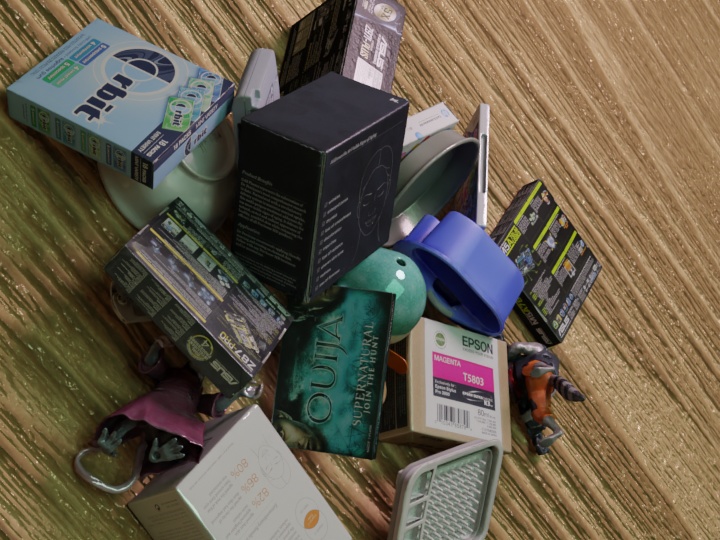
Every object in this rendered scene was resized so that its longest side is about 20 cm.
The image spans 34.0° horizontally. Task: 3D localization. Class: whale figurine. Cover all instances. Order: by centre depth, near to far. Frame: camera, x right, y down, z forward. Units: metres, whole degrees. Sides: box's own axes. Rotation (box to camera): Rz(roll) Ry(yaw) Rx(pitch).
[{"bbox_3d":[0.000,0.000,1.517,0.200,0.104,0.159,43,35,8],"label":"whale figurine"}]

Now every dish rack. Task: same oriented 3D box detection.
[{"bbox_3d":[0.103,0.307,1.542,0.198,0.043,0.174,-10,114,-45],"label":"dish rack"}]

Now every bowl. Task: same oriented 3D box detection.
[{"bbox_3d":[-0.212,-0.140,1.426,0.199,0.090,0.204,17,64,-38],"label":"bowl"}]

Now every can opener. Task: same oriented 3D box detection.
[{"bbox_3d":[-0.203,0.023,1.383,0.198,0.067,0.054,-6,68,-44],"label":"can opener"}]

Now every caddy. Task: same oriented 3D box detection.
[{"bbox_3d":[0.133,0.011,1.651,0.200,0.141,0.105,45,67,-20],"label":"caddy"}]

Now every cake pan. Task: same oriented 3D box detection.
[{"bbox_3d":[0.085,-0.117,1.639,0.037,0.201,0.199,45,42,17],"label":"cake pan"}]

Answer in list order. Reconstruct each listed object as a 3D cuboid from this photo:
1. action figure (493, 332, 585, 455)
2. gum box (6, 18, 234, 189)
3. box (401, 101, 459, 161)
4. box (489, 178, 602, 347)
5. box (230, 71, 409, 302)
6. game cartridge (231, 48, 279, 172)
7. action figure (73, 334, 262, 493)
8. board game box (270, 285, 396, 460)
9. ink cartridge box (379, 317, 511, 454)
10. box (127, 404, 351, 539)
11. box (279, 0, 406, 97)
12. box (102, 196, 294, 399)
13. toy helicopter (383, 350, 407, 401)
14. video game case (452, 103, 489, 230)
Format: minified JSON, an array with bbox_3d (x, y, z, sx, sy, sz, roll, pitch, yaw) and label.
[{"bbox_3d":[0.272,0.183,1.725,0.194,0.103,0.202,-87,154,-72],"label":"action figure"},{"bbox_3d":[-0.271,-0.195,1.346,0.198,0.045,0.170,25,47,13],"label":"gum box"},{"bbox_3d":[0.029,-0.142,1.607,0.041,0.156,0.199,48,43,10],"label":"box"},{"bbox_3d":[0.289,-0.013,1.882,0.194,0.047,0.201,49,48,-14],"label":"box"},{"bbox_3d":[-0.048,-0.104,1.411,0.200,0.123,0.199,-37,145,-50],"label":"box"},{"bbox_3d":[-0.125,-0.163,1.460,0.134,0.040,0.202,-73,167,-51],"label":"game cartridge"},{"bbox_3d":[-0.207,0.158,1.315,0.133,0.149,0.200,37,25,-7],"label":"action figure"},{"bbox_3d":[-0.035,0.120,1.433,0.028,0.133,0.203,29,68,-77],"label":"board game box"},{"bbox_3d":[0.117,0.164,1.629,0.198,0.075,0.167,17,64,-38],"label":"ink cartridge box"},{"bbox_3d":[-0.133,0.283,1.324,0.201,0.106,0.152,56,45,-11],"label":"box"},{"bbox_3d":[-0.033,-0.267,1.591,0.086,0.163,0.202,30,55,-31],"label":"box"},{"bbox_3d":[-0.175,0.026,1.318,0.200,0.049,0.161,46,24,-8],"label":"box"},{"bbox_3d":[-0.020,0.090,1.533,0.131,0.079,0.202,-8,68,-38],"label":"toy helicopter"},{"bbox_3d":[0.162,-0.124,1.743,0.018,0.144,0.203,8,65,-8],"label":"video game case"}]
